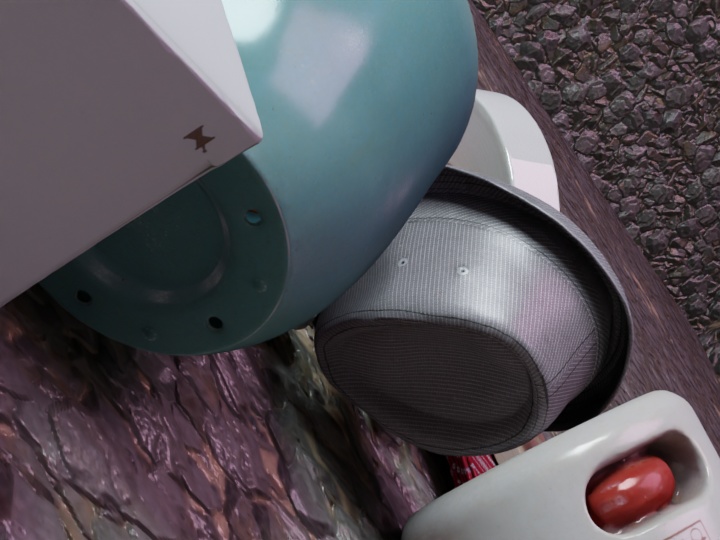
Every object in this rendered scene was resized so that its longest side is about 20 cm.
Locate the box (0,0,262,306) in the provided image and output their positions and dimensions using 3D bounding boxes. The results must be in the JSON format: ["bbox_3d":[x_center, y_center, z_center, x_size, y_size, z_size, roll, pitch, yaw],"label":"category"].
[{"bbox_3d":[-0.140,-0.100,0.551,0.106,0.152,0.201,45,19,-46],"label":"box"}]

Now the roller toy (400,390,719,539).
[{"bbox_3d":[0.126,0.164,0.871,0.141,0.181,0.200,63,14,11],"label":"roller toy"}]

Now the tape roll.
[{"bbox_3d":[0.057,-0.017,1.019,0.037,0.203,0.204,5,45,-29],"label":"tape roll"}]

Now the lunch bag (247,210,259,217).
[{"bbox_3d":[-0.067,-0.106,0.794,0.200,0.160,0.076,49,42,-19],"label":"lunch bag"}]

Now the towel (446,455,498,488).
[{"bbox_3d":[0.076,0.122,1.113,0.145,0.022,0.201,52,16,-52],"label":"towel"}]

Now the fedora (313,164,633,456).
[{"bbox_3d":[0.045,0.036,0.860,0.090,0.198,0.178,-48,142,-43],"label":"fedora"}]

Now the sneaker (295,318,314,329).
[{"bbox_3d":[-0.059,-0.065,0.913,0.201,0.081,0.077,66,15,19],"label":"sneaker"}]

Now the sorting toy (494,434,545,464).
[{"bbox_3d":[0.143,0.119,1.209,0.200,0.069,0.200,65,9,8],"label":"sorting toy"}]

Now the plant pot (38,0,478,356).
[{"bbox_3d":[-0.063,-0.061,0.673,0.201,0.199,0.161,53,33,-20],"label":"plant pot"}]
